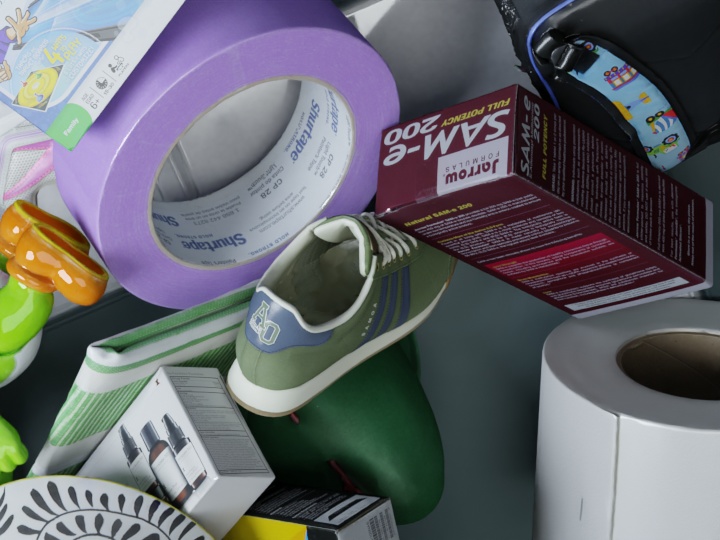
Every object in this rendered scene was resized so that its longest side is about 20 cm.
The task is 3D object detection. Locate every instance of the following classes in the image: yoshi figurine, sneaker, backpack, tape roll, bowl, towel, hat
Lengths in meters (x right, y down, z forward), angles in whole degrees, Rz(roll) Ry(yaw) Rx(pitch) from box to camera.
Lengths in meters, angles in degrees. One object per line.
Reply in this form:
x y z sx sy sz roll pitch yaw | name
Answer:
-0.214 0.069 1.105 0.112 0.112 0.201 38 95 22 | yoshi figurine
-0.155 -0.104 1.139 0.199 0.082 0.089 -28 117 9 | sneaker
0.176 -0.157 1.138 0.182 0.135 0.200 -30 145 5 | backpack
-0.077 -0.074 1.114 0.199 0.066 0.201 -24 141 -21 | tape roll
-0.163 0.223 1.068 0.199 0.094 0.202 4 121 7 | bowl
0.000 0.000 1.129 0.067 0.200 0.090 34 140 20 | sneaker
-0.141 0.090 1.154 0.023 0.152 0.200 50 132 17 | towel
0.211 0.120 1.216 0.201 0.203 0.140 -3 113 -8 | tape roll
0.034 0.127 1.172 0.165 0.175 0.201 -34 131 -29 | hat

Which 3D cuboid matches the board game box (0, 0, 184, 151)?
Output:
-0.146 -0.183 0.995 0.135 0.034 0.201 36 96 -19 | board game box

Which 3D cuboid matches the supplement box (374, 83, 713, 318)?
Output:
0.114 -0.037 1.149 0.108 0.061 0.199 -15 152 40 | supplement box

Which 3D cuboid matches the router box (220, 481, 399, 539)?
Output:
-0.027 0.227 1.134 0.051 0.148 0.202 -26 109 -42 | router box

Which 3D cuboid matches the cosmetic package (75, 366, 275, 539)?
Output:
-0.138 0.152 1.128 0.050 0.083 0.200 7 132 -45 | cosmetic package
